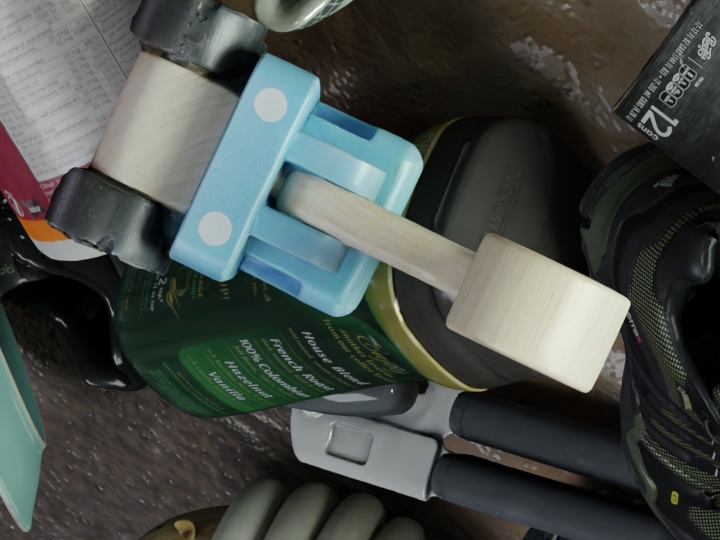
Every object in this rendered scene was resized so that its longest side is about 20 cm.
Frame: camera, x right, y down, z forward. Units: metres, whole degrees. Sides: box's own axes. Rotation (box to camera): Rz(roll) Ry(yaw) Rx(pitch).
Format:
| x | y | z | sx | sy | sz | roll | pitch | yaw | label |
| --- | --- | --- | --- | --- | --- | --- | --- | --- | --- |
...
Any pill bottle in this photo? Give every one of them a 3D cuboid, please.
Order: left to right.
| x | y | z | sx | sy | sz | roll | pitch | yaw | label |
| --- | --- | --- | --- | --- | --- | --- | --- | --- | --- |
| -0.131 | -0.113 | 1.152 | 0.109 | 0.110 | 0.201 | -10 | 119 | 43 | pill bottle |

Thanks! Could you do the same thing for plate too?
| x | y | z | sx | sy | sz | roll | pitch | yaw | label |
| --- | --- | --- | --- | --- | --- | --- | --- | --- | --- |
| -0.176 | 0.020 | 1.292 | 0.200 | 0.025 | 0.201 | 160 | 90 | -87 | plate |

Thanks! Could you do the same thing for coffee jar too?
| x | y | z | sx | sy | sz | roll | pitch | yaw | label |
| --- | --- | --- | --- | --- | --- | --- | --- | --- | --- |
| 0.000 | 0.000 | 1.153 | 0.199 | 0.105 | 0.085 | -8 | 139 | 43 | coffee jar |

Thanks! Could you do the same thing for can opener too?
| x | y | z | sx | sy | sz | roll | pitch | yaw | label |
| --- | --- | --- | --- | --- | --- | --- | --- | --- | --- |
| 0.044 | 0.075 | 1.204 | 0.199 | 0.067 | 0.054 | 15 | 89 | 33 | can opener |

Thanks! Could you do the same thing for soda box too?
| x | y | z | sx | sy | sz | roll | pitch | yaw | label |
| --- | --- | --- | --- | --- | --- | --- | --- | --- | --- |
| 0.166 | -0.106 | 0.961 | 0.071 | 0.063 | 0.200 | 38 | 140 | 3 | soda box |

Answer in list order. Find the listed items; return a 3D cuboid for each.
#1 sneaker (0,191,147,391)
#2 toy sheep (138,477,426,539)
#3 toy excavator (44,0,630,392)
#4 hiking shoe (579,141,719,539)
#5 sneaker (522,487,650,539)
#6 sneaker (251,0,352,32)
| x | y | z | sx | sy | sz | roll | pitch | yaw | label |
| --- | --- | --- | --- | --- | --- | --- | --- | --- | --- |
| -0.142 | -0.036 | 1.246 | 0.200 | 0.088 | 0.076 | 48 | 140 | -7 | sneaker |
| -0.014 | 0.165 | 1.295 | 0.199 | 0.138 | 0.138 | 21 | 137 | 5 | toy sheep |
| -0.005 | -0.021 | 1.037 | 0.199 | 0.100 | 0.194 | 24 | 180 | -2 | toy excavator |
| 0.140 | 0.053 | 1.085 | 0.201 | 0.075 | 0.101 | 66 | 174 | -26 | hiking shoe |
| 0.149 | 0.161 | 1.203 | 0.200 | 0.078 | 0.086 | 28 | 173 | 37 | sneaker |
| -0.008 | -0.178 | 1.021 | 0.076 | 0.081 | 0.201 | 21 | 135 | 24 | sneaker |
